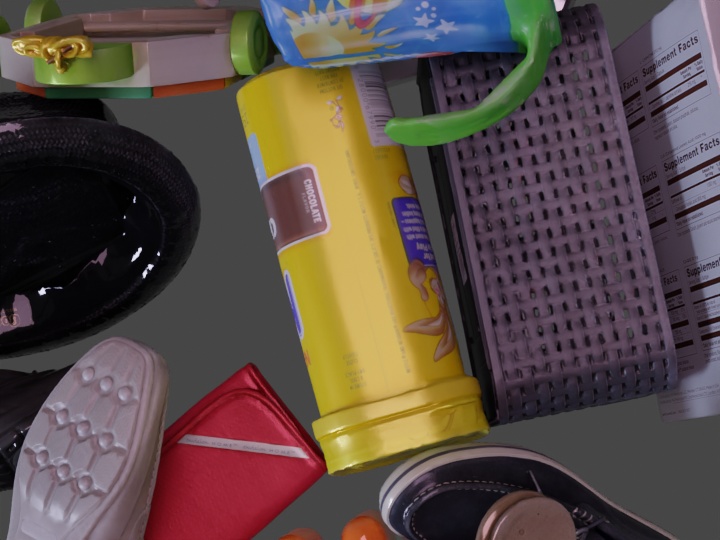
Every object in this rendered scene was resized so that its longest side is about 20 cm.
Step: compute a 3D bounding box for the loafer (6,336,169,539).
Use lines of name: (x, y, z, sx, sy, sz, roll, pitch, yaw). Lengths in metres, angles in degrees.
loafer: (-0.143, 0.129, 0.836, 0.070, 0.070, 0.200, 27, 100, 26)

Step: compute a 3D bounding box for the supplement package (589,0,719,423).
supplement package: (0.245, -0.040, 0.824, 0.191, 0.147, 0.201, -9, 83, -14)

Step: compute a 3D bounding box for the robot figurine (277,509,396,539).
robot figurine: (0.006, 0.229, 0.832, 0.144, 0.117, 0.201, -12, 83, -35)

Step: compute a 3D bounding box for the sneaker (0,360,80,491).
sneaker: (-0.211, 0.083, 0.876, 0.200, 0.076, 0.091, -25, 58, -13)

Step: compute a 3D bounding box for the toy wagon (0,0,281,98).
toy wagon: (-0.121, -0.115, 0.831, 0.155, 0.200, 0.040, 1, 107, 14)

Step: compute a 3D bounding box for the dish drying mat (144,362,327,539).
dish drying mat: (-0.113, 0.141, 0.874, 0.200, 0.018, 0.077, -41, 81, 7)

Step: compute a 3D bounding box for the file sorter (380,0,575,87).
file sorter: (0.031, -0.221, 0.879, 0.138, 0.125, 0.201, -16, 83, -1)

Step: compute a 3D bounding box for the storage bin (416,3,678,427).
storage bin: (0.093, -0.025, 0.848, 0.093, 0.135, 0.201, -10, 83, 0)

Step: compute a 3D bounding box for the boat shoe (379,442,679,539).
boat shoe: (0.099, 0.145, 0.823, 0.200, 0.062, 0.075, 27, 114, -26)

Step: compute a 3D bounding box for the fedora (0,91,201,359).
fedora: (-0.190, -0.038, 0.863, 0.200, 0.201, 0.092, -18, 53, -1)

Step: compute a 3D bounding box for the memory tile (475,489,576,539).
memory tile: (0.074, 0.219, 0.776, 0.153, 0.017, 0.200, -34, 111, -19)

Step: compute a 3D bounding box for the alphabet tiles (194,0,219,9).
alphabet tiles: (-0.095, -0.236, 0.816, 0.015, 0.200, 0.196, -13, 51, 24)

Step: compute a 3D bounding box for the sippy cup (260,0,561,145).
sippy cup: (0.016, -0.155, 0.750, 0.130, 0.140, 0.178, -14, 39, 10)

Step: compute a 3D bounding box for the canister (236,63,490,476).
canister: (0.000, 0.000, 0.844, 0.086, 0.149, 0.201, -15, 81, 1)
